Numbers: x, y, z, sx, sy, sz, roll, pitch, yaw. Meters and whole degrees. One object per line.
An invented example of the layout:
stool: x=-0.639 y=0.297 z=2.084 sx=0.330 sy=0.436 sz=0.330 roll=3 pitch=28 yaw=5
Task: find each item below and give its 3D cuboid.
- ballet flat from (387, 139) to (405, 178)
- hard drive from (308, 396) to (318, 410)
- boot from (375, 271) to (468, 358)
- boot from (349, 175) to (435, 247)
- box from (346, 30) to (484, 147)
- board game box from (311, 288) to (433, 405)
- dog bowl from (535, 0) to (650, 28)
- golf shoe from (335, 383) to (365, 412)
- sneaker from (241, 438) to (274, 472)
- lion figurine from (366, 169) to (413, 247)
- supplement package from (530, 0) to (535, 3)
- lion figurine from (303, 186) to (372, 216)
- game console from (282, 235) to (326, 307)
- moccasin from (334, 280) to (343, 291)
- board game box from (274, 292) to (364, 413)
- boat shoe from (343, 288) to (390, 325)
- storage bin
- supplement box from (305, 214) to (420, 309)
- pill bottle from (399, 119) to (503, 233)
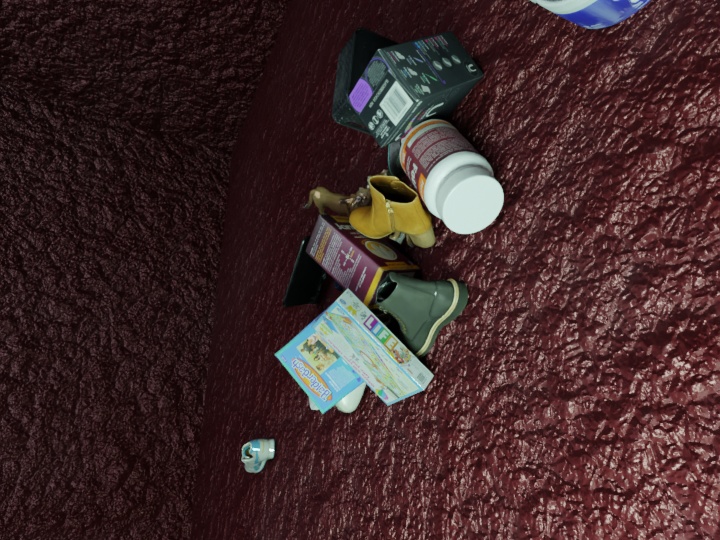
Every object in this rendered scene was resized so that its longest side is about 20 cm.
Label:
ballet flat: x=0.101 y=-0.289 z=1.032 sx=0.068 sy=0.067 sz=0.203 roll=-2 pitch=77 yaw=53
hard drive: x=-0.082 y=0.224 z=1.234 sx=0.201 sy=0.026 sz=0.133 roll=-59 pitch=30 yaw=35
boot: x=0.066 y=0.074 z=0.843 sx=0.201 sy=0.137 sz=0.078 roll=-60 pitch=30 yaw=37
boot: x=0.038 y=-0.115 z=0.898 sx=0.200 sy=0.144 sz=0.071 roll=21 pitch=68 yaw=36
box: x=0.095 y=-0.310 z=0.870 sx=0.107 sy=0.199 sz=0.122 roll=54 pitch=143 yaw=4
board game box: x=0.015 y=0.136 z=0.871 sx=0.034 sy=0.200 sz=0.134 roll=-44 pitch=0 yaw=-34
dog bowl: x=0.304 y=-0.410 z=0.620 sx=0.200 sy=0.078 sz=0.202 roll=-42 pitch=42 yaw=54
golf shoe: x=-0.003 y=0.192 z=1.023 sx=0.097 sy=0.078 sz=0.203 roll=8 pitch=87 yaw=60
sneaker: x=-0.323 y=0.555 z=1.543 sx=0.200 sy=0.080 sz=0.077 roll=-55 pitch=34 yaw=44
lion figurine: x=0.072 y=-0.128 z=1.029 sx=0.200 sy=0.072 sz=0.123 roll=35 pitch=99 yaw=49
supplement package: x=0.214 y=-0.545 z=0.737 sx=0.192 sy=0.198 sz=0.148 roll=-56 pitch=31 yaw=38
lion figurine: x=-0.051 y=-0.157 z=1.179 sx=0.123 sy=0.197 sz=0.073 roll=66 pitch=-146 yaw=-70
game console: x=-0.148 y=-0.018 z=1.386 sx=0.202 sy=0.115 sz=0.176 roll=-69 pitch=26 yaw=17
moccasin: x=-0.026 y=-0.040 z=1.184 sx=0.201 sy=0.067 sz=0.081 roll=-65 pitch=27 yaw=28
board game box: x=-0.047 y=0.157 z=0.977 sx=0.200 sy=0.152 sz=0.045 roll=-41 pitch=-2 yaw=22
boat shoe: x=0.008 y=0.056 z=1.047 sx=0.201 sy=0.071 sz=0.061 roll=-136 pitch=40 yaw=-65
storage bin: x=0.020 y=-0.436 z=1.188 sx=0.094 sy=0.134 sz=0.203 roll=-23 pitch=58 yaw=61
supplement box: x=0.001 y=-0.021 z=0.980 sx=0.200 sy=0.110 sz=0.086 roll=42 pitch=119 yaw=35
pill bottle: x=0.141 y=-0.151 z=0.812 sx=0.115 sy=0.113 sz=0.201 roll=-63 pitch=27 yaw=29
